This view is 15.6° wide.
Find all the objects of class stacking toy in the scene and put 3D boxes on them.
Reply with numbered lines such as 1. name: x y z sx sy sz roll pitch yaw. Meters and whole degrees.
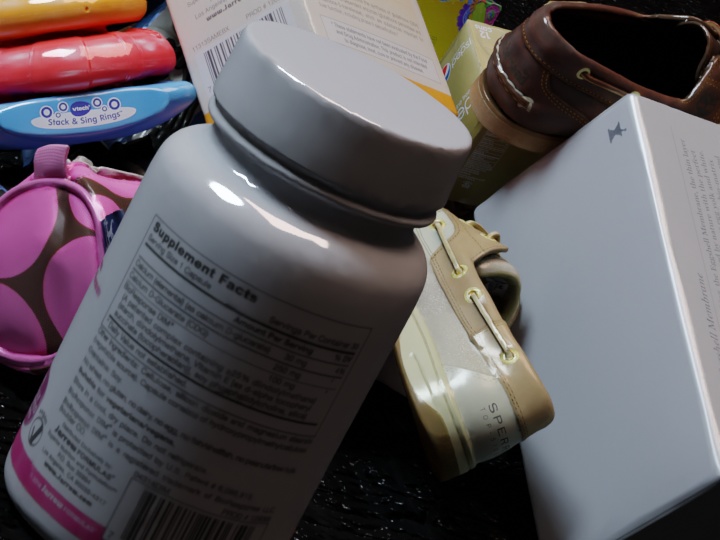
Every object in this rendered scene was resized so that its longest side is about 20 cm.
1. stacking toy: -0.147 -0.158 1.207 0.115 0.201 0.110 -8 4 -17

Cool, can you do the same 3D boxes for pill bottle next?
1. pill bottle: -0.044 0.016 0.987 0.113 0.201 0.113 26 16 -8

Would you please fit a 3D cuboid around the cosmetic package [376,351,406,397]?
1. cosmetic package: 0.000 0.000 1.384 0.199 0.052 0.151 31 19 7

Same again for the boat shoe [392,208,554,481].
1. boat shoe: 0.043 0.015 1.218 0.066 0.074 0.201 -16 44 0

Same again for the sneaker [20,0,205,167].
1. sneaker: -0.099 -0.105 1.352 0.089 0.200 0.079 -9 -66 56

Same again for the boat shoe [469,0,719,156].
1. boat shoe: 0.149 -0.090 1.277 0.199 0.070 0.071 0 50 -37

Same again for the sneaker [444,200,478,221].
1. sneaker: 0.048 -0.044 1.384 0.200 0.067 0.090 46 25 25

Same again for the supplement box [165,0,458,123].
1. supplement box: -0.041 -0.155 1.269 0.126 0.073 0.201 15 52 -57

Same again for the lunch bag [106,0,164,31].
1. lunch bag: -0.168 -0.197 1.388 0.136 0.199 0.133 1 73 -60

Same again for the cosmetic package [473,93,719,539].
1. cosmetic package: 0.177 0.049 1.254 0.199 0.123 0.200 17 52 -38

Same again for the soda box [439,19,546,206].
1. soda box: 0.129 -0.063 1.340 0.199 0.064 0.068 13 44 -27

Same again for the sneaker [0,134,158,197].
1. sneaker: -0.124 -0.029 1.212 0.199 0.078 0.070 13 22 -44

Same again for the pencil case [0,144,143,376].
1. pencil case: -0.076 0.005 1.151 0.090 0.094 0.200 -9 -11 33

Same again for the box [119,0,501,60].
1. box: -0.060 -0.170 1.593 0.199 0.122 0.192 14 18 -48
